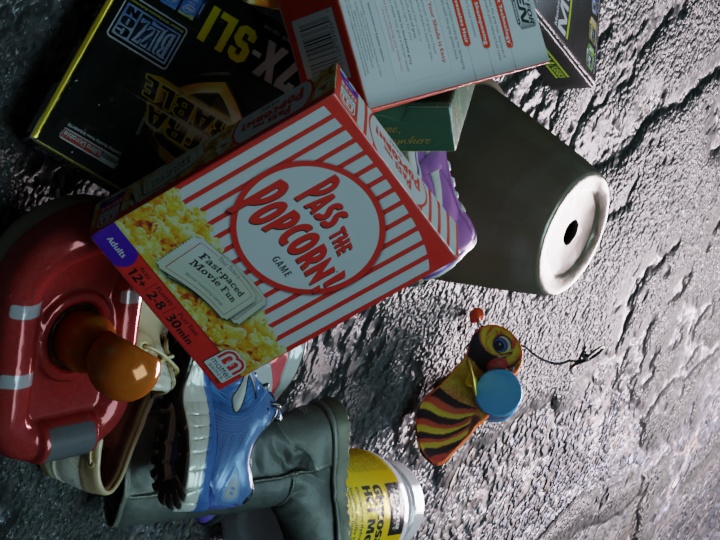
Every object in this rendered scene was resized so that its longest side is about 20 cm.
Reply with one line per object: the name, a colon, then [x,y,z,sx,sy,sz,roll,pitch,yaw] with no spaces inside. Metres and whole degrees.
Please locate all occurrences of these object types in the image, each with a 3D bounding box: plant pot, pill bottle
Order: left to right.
pill bottle: [-0.027,0.218,1.928,0.200,0.112,0.113,1,111,-59]
plant pot: [0.118,-0.064,1.889,0.200,0.173,0.200,-38,140,-40]

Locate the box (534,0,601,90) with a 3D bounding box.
box: [0.163,-0.282,1.851,0.193,0.047,0.200,41,52,-62]

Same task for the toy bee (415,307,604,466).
toy bee: [0.122,0.099,2.116,0.200,0.109,0.131,-31,169,-26]

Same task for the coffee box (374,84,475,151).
coffee box: [0.028,-0.157,1.646,0.200,0.123,0.044,-74,160,-55]

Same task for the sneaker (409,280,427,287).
sneaker: [0.000,0.000,1.770,0.087,0.200,0.074,-41,103,-16]

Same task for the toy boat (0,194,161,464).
toy boat: [-0.191,0.050,1.504,0.130,0.131,0.200,-10,117,-46]

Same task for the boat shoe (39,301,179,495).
boat shoe: [-0.173,0.078,1.631,0.074,0.069,0.200,15,99,-60]

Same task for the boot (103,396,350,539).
boot: [-0.108,0.188,1.734,0.200,0.073,0.182,-9,104,-32]

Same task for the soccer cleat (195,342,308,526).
soccer cleat: [-0.113,0.120,1.781,0.073,0.068,0.200,14,110,-31]

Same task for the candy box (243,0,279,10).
candy box: [-0.014,-0.238,1.521,0.200,0.055,0.116,5,116,-56]

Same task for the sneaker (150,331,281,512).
sneaker: [-0.111,0.091,1.670,0.089,0.079,0.200,11,76,-34]

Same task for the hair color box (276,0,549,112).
hair color box: [0.039,-0.171,1.501,0.200,0.061,0.102,-18,94,-44]

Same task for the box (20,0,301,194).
box: [-0.111,-0.111,1.491,0.200,0.049,0.160,31,81,-17]

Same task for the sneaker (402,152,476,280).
sneaker: [0.046,-0.072,1.681,0.114,0.073,0.201,48,33,-30]

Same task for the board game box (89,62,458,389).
board game box: [-0.057,-0.027,1.440,0.152,0.200,0.046,51,20,-25]
